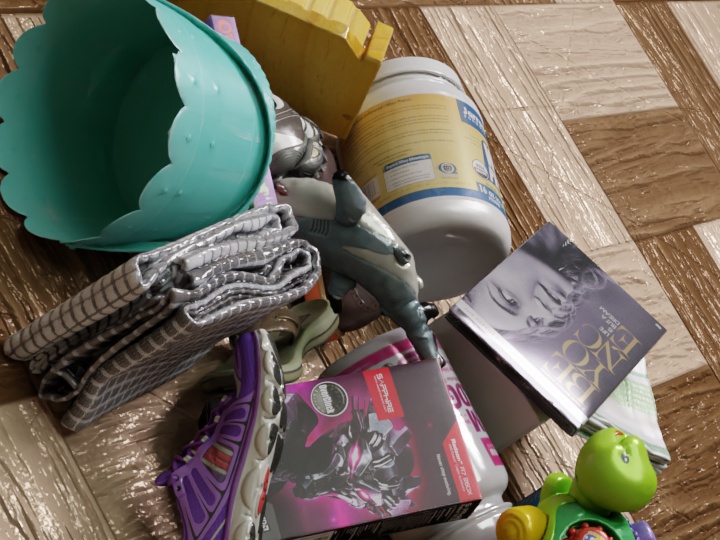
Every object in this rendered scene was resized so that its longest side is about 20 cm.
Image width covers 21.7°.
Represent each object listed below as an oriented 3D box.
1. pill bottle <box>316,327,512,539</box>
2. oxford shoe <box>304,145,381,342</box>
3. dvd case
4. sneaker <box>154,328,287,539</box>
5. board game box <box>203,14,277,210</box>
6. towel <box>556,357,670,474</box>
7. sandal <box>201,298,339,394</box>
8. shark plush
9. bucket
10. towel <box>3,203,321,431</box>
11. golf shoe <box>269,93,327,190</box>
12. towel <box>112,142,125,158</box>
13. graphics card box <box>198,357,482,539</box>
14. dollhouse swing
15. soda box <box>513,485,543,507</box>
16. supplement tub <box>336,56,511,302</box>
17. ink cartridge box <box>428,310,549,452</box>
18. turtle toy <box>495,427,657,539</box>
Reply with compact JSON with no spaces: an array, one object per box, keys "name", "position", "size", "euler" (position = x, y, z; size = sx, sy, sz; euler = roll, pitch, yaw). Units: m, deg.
[{"name":"pill bottle","position":[0.054,0.157,1.571],"size":[0.113,0.113,0.201],"euler":[-7,65,-54]},{"name":"oxford shoe","position":[-0.015,-0.032,1.685],"size":[0.071,0.072,0.201],"euler":[46,30,-56]},{"name":"dvd case","position":[0.175,0.046,1.647],"size":[0.149,0.016,0.200],"euler":[43,39,7]},{"name":"sneaker","position":[-0.103,0.136,1.366],"size":[0.083,0.081,0.201],"euler":[11,74,6]},{"name":"board game box","position":[-0.122,-0.094,1.551],"size":[0.032,0.120,0.201],"euler":[-2,70,-32]},{"name":"towel","position":[0.214,0.075,1.695],"size":[0.149,0.031,0.201],"euler":[31,39,-34]},{"name":"sandal","position":[-0.078,0.054,1.531],"size":[0.201,0.079,0.058],"euler":[-48,126,-66]},{"name":"shark plush","position":[0.000,0.000,1.544],"size":[0.200,0.083,0.091],"euler":[51,1,-14]},{"name":"bucket","position":[-0.173,-0.113,1.469],"size":[0.134,0.207,0.208],"euler":[9,52,-53]},{"name":"towel","position":[-0.140,0.033,1.399],"size":[0.200,0.165,0.086],"euler":[-26,86,-57]},{"name":"golf shoe","position":[-0.082,-0.126,1.636],"size":[0.095,0.078,0.200],"euler":[54,-3,-14]},{"name":"towel","position":[-0.131,-0.071,1.649],"size":[0.200,0.018,0.086],"euler":[36,31,-24]},{"name":"graphics card box","position":[-0.016,0.147,1.462],"size":[0.199,0.051,0.126],"euler":[-9,67,-18]},{"name":"dollhouse swing","position":[-0.067,-0.248,1.711],"size":[0.199,0.182,0.176],"euler":[23,58,-4]},{"name":"soda box","position":[0.145,0.277,1.619],"size":[0.068,0.064,0.200],"euler":[44,34,-13]},{"name":"supplement tub","position":[0.055,-0.087,1.775],"size":[0.144,0.144,0.201],"euler":[22,44,-39]},{"name":"ink cartridge box","position":[0.130,0.088,1.721],"size":[0.129,0.125,0.200],"euler":[57,33,6]},{"name":"turtle toy","position":[0.184,0.225,1.509],"size":[0.145,0.101,0.201],"euler":[2,94,-50]}]
